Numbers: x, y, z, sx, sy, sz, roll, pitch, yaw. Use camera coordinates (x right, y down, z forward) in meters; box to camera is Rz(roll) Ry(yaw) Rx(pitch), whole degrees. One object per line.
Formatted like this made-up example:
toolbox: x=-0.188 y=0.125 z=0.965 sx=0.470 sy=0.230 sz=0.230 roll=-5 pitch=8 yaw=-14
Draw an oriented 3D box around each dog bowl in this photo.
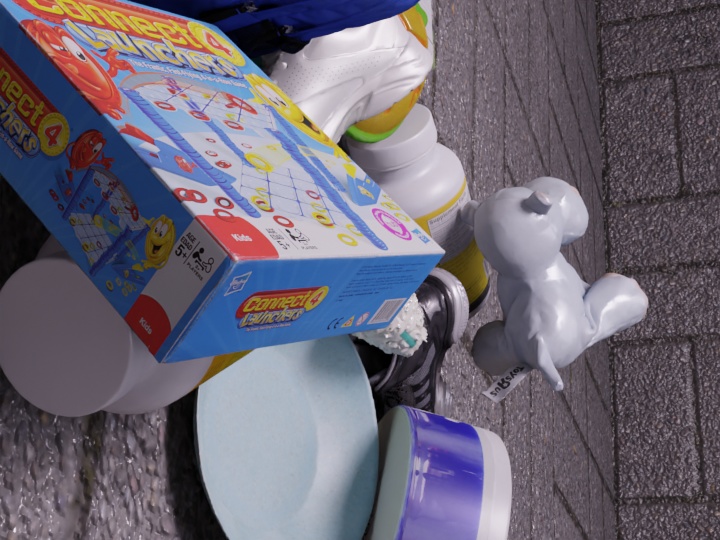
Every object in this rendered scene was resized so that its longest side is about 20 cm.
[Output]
dog bowl: x=0.036 y=0.206 z=0.853 sx=0.200 sy=0.078 sz=0.202 roll=-161 pitch=-90 yaw=-81

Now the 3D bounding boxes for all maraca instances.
maraca: x=0.007 y=-0.200 z=0.981 sx=0.137 sy=0.106 sz=0.202 roll=46 pitch=48 yaw=-37

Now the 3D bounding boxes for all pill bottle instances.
pill bottle: x=-0.105 y=0.012 z=0.606 sx=0.200 sy=0.103 sz=0.106 roll=-33 pitch=116 yaw=-69
pill bottle: x=0.051 y=-0.049 z=1.077 sx=0.113 sy=0.111 sz=0.202 roll=-71 pitch=149 yaw=-51

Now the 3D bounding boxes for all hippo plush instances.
hippo plush: x=0.143 y=0.005 z=1.037 sx=0.199 sy=0.158 sz=0.162 roll=-28 pitch=97 yaw=-43

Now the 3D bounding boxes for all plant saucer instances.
plant saucer: x=-0.056 y=0.111 z=0.782 sx=0.200 sy=0.038 sz=0.204 roll=23 pitch=62 yaw=-52

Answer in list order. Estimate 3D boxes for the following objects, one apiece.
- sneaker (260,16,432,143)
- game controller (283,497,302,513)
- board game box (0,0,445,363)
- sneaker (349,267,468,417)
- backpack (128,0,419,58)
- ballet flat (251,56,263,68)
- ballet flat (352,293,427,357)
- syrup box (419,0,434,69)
sneaker: x=-0.048 y=-0.123 z=0.786 sx=0.200 sy=0.078 sz=0.100 roll=-43 pitch=112 yaw=-20
game controller: x=-0.046 y=0.102 z=0.875 sx=0.104 sy=0.042 sz=0.202 roll=28 pitch=57 yaw=-51
board game box: x=-0.079 y=-0.052 z=0.551 sx=0.196 sy=0.056 sz=0.199 roll=46 pitch=21 yaw=19
sneaker: x=0.028 y=0.097 z=1.034 sx=0.113 sy=0.075 sz=0.202 roll=-20 pitch=131 yaw=-42
backpack: x=-0.053 y=-0.212 z=0.679 sx=0.168 sy=0.198 sz=0.165 roll=-20 pitch=104 yaw=-71
ballet flat: x=-0.061 y=-0.126 z=0.855 sx=0.073 sy=0.072 sz=0.202 roll=-64 pitch=138 yaw=-58
ballet flat: x=0.000 y=0.000 z=0.886 sx=0.201 sy=0.071 sz=0.072 roll=-116 pitch=-176 yaw=-52
syrup box: x=0.022 y=-0.295 z=1.112 sx=0.079 sy=0.080 sz=0.203 roll=27 pitch=59 yaw=-70
